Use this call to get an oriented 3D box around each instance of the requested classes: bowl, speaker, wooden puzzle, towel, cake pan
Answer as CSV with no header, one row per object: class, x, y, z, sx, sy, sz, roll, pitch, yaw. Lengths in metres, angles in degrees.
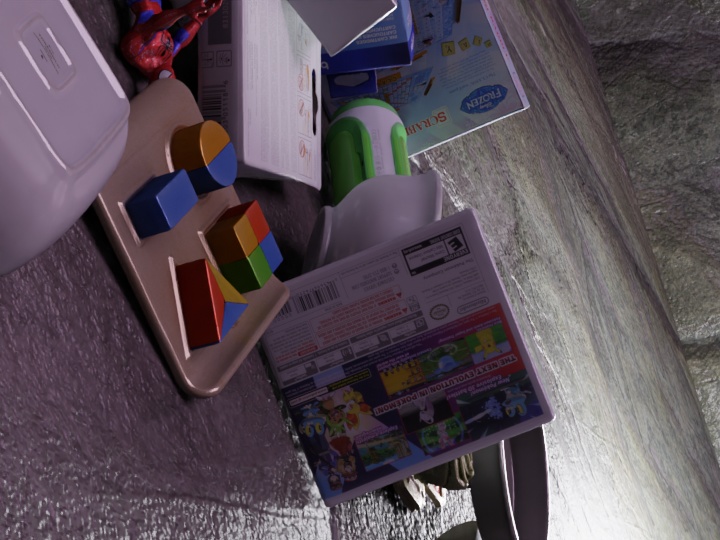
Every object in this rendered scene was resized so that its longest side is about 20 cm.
bowl,0.000,0.000,1.418,0.201,0.090,0.202,-166,-90,-82
speaker,0.013,-0.075,1.620,0.088,0.088,0.201,49,26,-46
wooden puzzle,-0.120,-0.032,1.204,0.200,0.046,0.185,62,27,-16
towel,0.060,0.119,1.433,0.200,0.036,0.149,123,-43,-83
bowl,-0.216,-0.114,0.990,0.200,0.074,0.200,60,21,-16
cake pan,0.134,0.174,1.485,0.200,0.037,0.201,-7,90,-73

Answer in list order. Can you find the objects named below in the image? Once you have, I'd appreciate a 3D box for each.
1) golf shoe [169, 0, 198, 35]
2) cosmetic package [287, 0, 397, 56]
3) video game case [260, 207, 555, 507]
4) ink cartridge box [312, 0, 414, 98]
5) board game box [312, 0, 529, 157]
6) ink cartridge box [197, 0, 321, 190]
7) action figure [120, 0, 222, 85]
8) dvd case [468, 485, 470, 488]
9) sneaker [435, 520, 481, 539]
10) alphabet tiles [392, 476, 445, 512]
golf shoe,-0.121,-0.240,1.474,0.200,0.078,0.098,-3,90,-66
cosmetic package,-0.054,-0.299,1.441,0.200,0.081,0.113,52,16,-16
video game case,0.031,0.070,1.316,0.023,0.199,0.183,0,69,-85
ink cartridge box,-0.022,-0.269,1.608,0.076,0.136,0.201,-84,165,-53
board game box,0.047,-0.224,1.707,0.200,0.199,0.041,68,17,-3
ink cartridge box,-0.085,-0.159,1.426,0.200,0.050,0.163,15,74,-74
action figure,-0.152,-0.231,1.305,0.065,0.099,0.201,35,39,-59
dvd case,0.111,0.104,1.538,0.149,0.016,0.201,19,65,-70
sneaker,0.104,0.312,1.457,0.116,0.073,0.200,62,17,-9
alphabet tiles,0.031,0.127,1.553,0.196,0.015,0.200,55,22,-36
